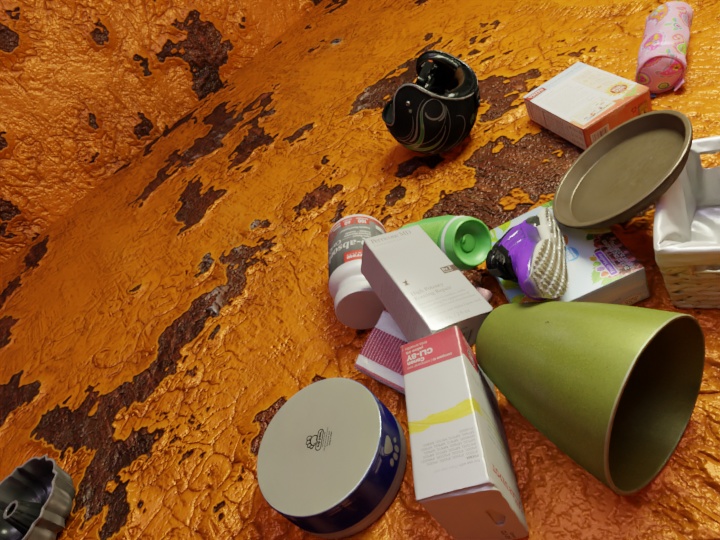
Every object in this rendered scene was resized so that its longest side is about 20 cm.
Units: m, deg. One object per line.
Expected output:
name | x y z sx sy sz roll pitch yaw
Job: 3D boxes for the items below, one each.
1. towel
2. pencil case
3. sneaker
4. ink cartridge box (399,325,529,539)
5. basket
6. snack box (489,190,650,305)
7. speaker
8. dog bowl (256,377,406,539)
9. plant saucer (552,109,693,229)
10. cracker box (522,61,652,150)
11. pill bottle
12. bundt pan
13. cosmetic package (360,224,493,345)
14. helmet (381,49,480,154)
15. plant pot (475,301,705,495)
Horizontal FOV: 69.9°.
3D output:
towel | 0.096 0.093 0.790 0.144 0.023 0.200 22 70 27
pencil case | 0.566 -0.414 0.959 0.087 0.087 0.200 -1 50 37
sneaker | 0.213 -0.009 0.680 0.099 0.070 0.200 -25 14 31
ink cartridge box | 0.117 0.192 0.605 0.083 0.145 0.200 -22 39 17
basket | 0.448 -0.059 0.637 0.135 0.123 0.200 -2 48 37
snack box | 0.285 -0.009 0.755 0.169 0.068 0.200 -26 37 13
speaker | 0.125 -0.042 0.851 0.088 0.088 0.200 -49 18 -17
dog bowl | -0.041 0.254 0.716 0.200 0.079 0.200 -21 40 18
plant saucer | 0.353 -0.131 0.702 0.200 0.029 0.200 -46 18 19
cracker box | 0.424 -0.316 0.981 0.134 0.058 0.200 -32 39 4
pill bottle | 0.000 0.000 0.922 0.116 0.116 0.200 -24 39 15
bundt pan | -0.607 0.449 0.942 0.202 0.076 0.202 -21 40 19
cosmetic package | 0.087 0.026 0.739 0.102 0.074 0.200 -17 48 -22
helmet | 0.150 -0.348 1.115 0.200 0.191 0.200 4 58 -7
plant pot | 0.233 0.110 0.579 0.187 0.187 0.200 -48 36 -16
